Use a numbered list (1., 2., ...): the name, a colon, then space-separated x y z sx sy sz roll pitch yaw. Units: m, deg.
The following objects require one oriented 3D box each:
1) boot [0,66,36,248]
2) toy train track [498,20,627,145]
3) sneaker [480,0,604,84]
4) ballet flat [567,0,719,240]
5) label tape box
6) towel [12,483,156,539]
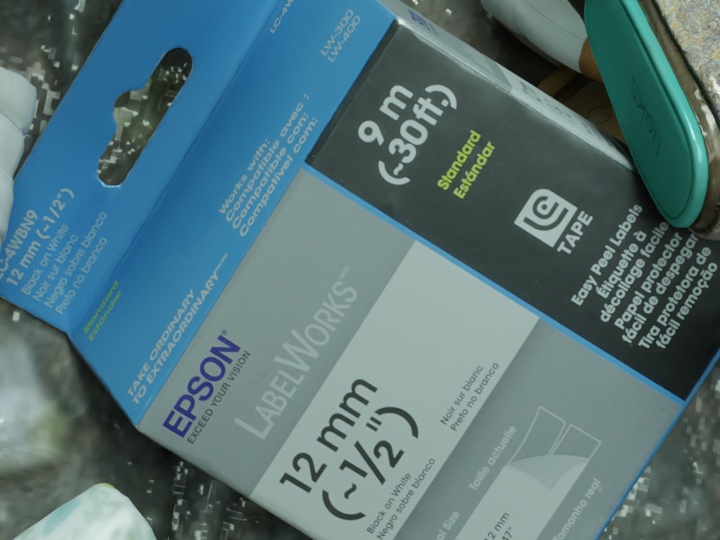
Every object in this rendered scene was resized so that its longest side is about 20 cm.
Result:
1. boot: -0.189 -0.046 0.811 0.199 0.074 0.096 22 68 -20
2. toy train track: 0.119 -0.076 0.957 0.115 0.033 0.200 37 61 26
3. sneaker: 0.135 -0.124 0.935 0.200 0.073 0.085 -43 64 -16
4. ballet flat: 0.087 -0.095 0.856 0.067 0.068 0.201 -13 63 -18
5. label tape box: 0.000 0.000 0.867 0.200 0.066 0.144 31 99 -10
6. towel: -0.085 0.189 0.845 0.171 0.048 0.200 -35 90 -22
